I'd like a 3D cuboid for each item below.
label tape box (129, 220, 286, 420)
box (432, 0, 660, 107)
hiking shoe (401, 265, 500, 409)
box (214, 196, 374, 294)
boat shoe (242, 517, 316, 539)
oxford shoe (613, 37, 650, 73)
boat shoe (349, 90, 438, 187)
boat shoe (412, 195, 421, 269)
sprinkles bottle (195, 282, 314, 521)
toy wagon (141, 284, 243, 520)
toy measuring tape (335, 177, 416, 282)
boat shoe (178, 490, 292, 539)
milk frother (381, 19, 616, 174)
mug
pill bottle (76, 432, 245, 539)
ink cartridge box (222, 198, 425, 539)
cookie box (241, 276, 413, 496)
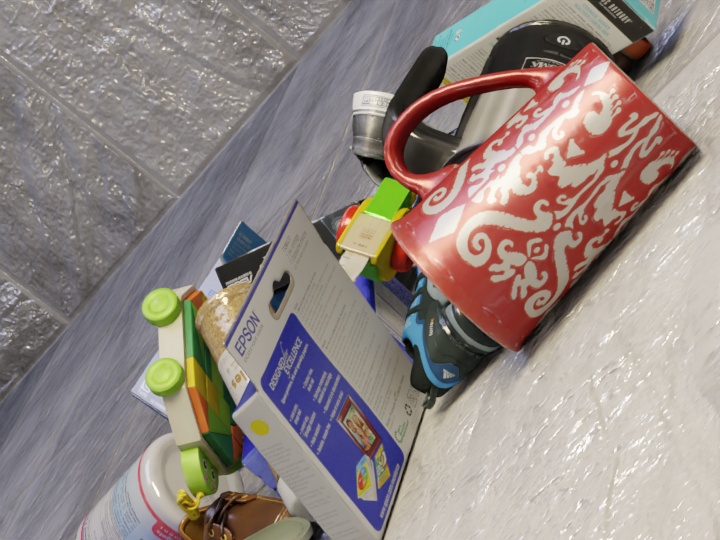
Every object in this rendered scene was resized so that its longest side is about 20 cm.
[{"bbox_3d":[-0.117,0.074,1.986,0.063,0.144,0.201,28,82,35],"label":"label tape box"},{"bbox_3d":[0.153,-0.202,1.720,0.200,0.082,0.049,-28,35,41],"label":"box"},{"bbox_3d":[0.060,0.028,1.616,0.087,0.074,0.200,-50,15,17],"label":"hiking shoe"},{"bbox_3d":[-0.028,-0.026,1.930,0.160,0.044,0.200,-24,-1,20],"label":"box"},{"bbox_3d":[-0.090,0.247,1.593,0.072,0.061,0.201,-36,6,-41],"label":"boat shoe"},{"bbox_3d":[0.203,-0.210,1.824,0.073,0.071,0.200,-53,11,13],"label":"oxford shoe"},{"bbox_3d":[0.030,-0.104,1.794,0.200,0.071,0.068,40,-119,-78],"label":"boat shoe"},{"bbox_3d":[0.098,-0.081,1.822,0.201,0.070,0.072,-56,-3,13],"label":"boat shoe"},{"bbox_3d":[-0.066,0.104,1.630,0.068,0.068,0.200,-46,55,24],"label":"sprinkles bottle"},{"bbox_3d":[-0.135,0.114,1.701,0.039,0.155,0.201,-15,54,11],"label":"toy wagon"},{"bbox_3d":[0.000,0.000,1.695,0.074,0.073,0.200,-38,16,50],"label":"toy measuring tape"},{"bbox_3d":[-0.102,0.222,1.694,0.072,0.067,0.200,-57,12,-24],"label":"boat shoe"},{"bbox_3d":[0.113,-0.076,1.669,0.188,0.179,0.201,-64,-26,-49],"label":"milk frother"},{"bbox_3d":[0.122,-0.071,1.468,0.200,0.177,0.134,-45,13,10],"label":"mug"},{"bbox_3d":[-0.199,0.246,1.895,0.200,0.109,0.109,-47,11,39],"label":"pill bottle"},{"bbox_3d":[-0.032,0.079,1.526,0.047,0.200,0.198,-26,22,30],"label":"ink cartridge box"},{"bbox_3d":[-0.024,0.093,1.760,0.171,0.075,0.200,-48,12,13],"label":"cookie box"}]
